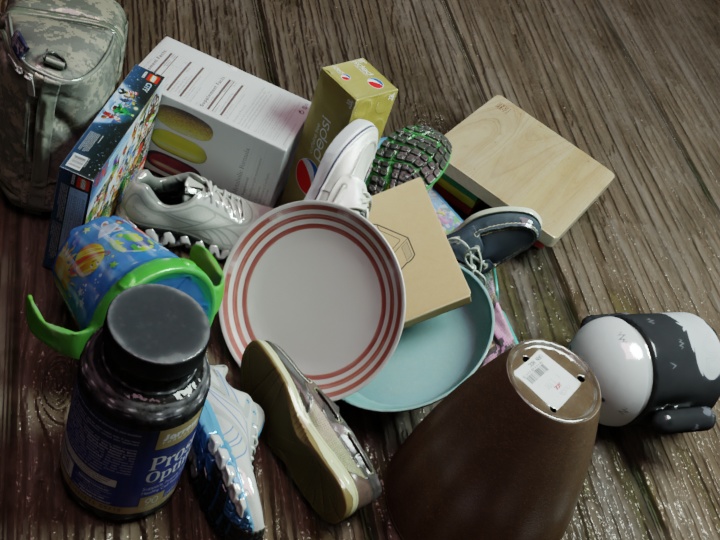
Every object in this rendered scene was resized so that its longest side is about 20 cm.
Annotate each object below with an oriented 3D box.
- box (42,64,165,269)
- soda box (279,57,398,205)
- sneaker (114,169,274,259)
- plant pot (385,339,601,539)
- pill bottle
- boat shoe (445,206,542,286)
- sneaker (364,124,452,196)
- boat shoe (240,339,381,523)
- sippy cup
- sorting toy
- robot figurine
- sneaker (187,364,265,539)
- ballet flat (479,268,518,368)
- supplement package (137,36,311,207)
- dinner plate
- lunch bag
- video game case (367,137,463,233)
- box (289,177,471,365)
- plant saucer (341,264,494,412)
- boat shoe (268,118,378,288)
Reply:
[{"bbox_3d":[-0.270,-0.108,1.177,0.037,0.138,0.201,21,42,-2],"label":"box"},{"bbox_3d":[-0.028,-0.138,1.273,0.067,0.202,0.064,-22,55,-39],"label":"soda box"},{"bbox_3d":[-0.167,-0.063,1.224,0.197,0.082,0.076,5,42,-22],"label":"sneaker"},{"bbox_3d":[0.140,0.165,1.041,0.184,0.202,0.189,12,43,-12],"label":"plant pot"},{"bbox_3d":[-0.189,0.111,0.941,0.110,0.202,0.113,13,42,-12],"label":"pill bottle"},{"bbox_3d":[0.109,-0.013,1.238,0.197,0.075,0.062,-16,37,19],"label":"boat shoe"},{"bbox_3d":[0.033,-0.085,1.288,0.078,0.085,0.201,37,76,12],"label":"sneaker"},{"bbox_3d":[-0.050,0.151,1.073,0.064,0.073,0.201,-7,55,-42],"label":"boat shoe"},{"bbox_3d":[-0.230,0.019,1.081,0.130,0.141,0.177,40,8,33],"label":"sippy cup"},{"bbox_3d":[0.203,-0.117,1.459,0.198,0.070,0.200,37,43,13],"label":"sorting toy"},{"bbox_3d":[0.323,0.111,1.244,0.197,0.150,0.127,-1,89,-26],"label":"robot figurine"},{"bbox_3d":[-0.118,0.158,1.028,0.086,0.075,0.201,-3,48,-35],"label":"sneaker"},{"bbox_3d":[0.134,0.051,1.266,0.070,0.070,0.202,-7,48,-5],"label":"ballet flat"},{"bbox_3d":[-0.171,-0.166,1.301,0.197,0.115,0.110,24,40,2],"label":"supplement package"},{"bbox_3d":[-0.048,0.031,1.117,0.199,0.202,0.024,35,9,13],"label":"dinner plate"},{"bbox_3d":[-0.327,-0.182,1.180,0.137,0.202,0.169,9,42,-15],"label":"lunch bag"},{"bbox_3d":[0.038,-0.085,1.388,0.142,0.018,0.201,-18,56,-37],"label":"video game case"},{"bbox_3d":[0.000,0.000,1.185,0.197,0.021,0.165,-21,58,0],"label":"box"},{"bbox_3d":[0.046,0.072,1.165,0.197,0.036,0.202,-10,48,11],"label":"plant saucer"},{"bbox_3d":[-0.021,-0.067,1.176,0.069,0.071,0.202,22,70,22],"label":"boat shoe"}]
